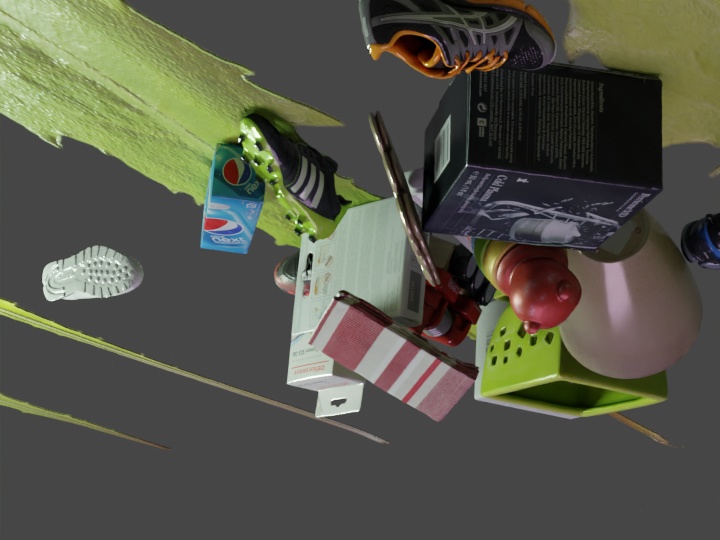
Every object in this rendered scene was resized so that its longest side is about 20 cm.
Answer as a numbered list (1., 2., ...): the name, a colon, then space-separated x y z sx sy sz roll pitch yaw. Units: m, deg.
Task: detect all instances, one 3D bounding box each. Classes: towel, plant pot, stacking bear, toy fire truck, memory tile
1. towel: 0.038 0.106 1.564 0.199 0.023 0.144 31 147 -1
2. plant pot: 0.321 0.004 1.561 0.185 0.189 0.201 -1 149 18
3. plant pot: 0.302 0.095 1.807 0.197 0.184 0.199 13 161 -27
4. stacking bear: 0.186 -0.014 1.418 0.113 0.201 0.121 31 115 -32
5. toy fire truck: 0.105 0.071 1.693 0.127 0.202 0.176 20 170 23
6. memory tile: 0.048 -0.075 1.389 0.017 0.155 0.200 -19 158 5

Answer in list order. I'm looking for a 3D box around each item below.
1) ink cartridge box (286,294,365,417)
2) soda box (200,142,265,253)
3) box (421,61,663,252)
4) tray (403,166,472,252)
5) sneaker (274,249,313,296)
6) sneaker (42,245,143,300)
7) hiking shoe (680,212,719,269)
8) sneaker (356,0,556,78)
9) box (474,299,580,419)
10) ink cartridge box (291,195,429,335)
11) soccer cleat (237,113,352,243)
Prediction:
1. ink cartridge box: -0.048 0.113 1.918 0.067 0.203 0.116 17 158 -37
2. soda box: -0.155 -0.084 1.540 0.063 0.069 0.200 7 163 -8
3. box: 0.176 -0.114 1.280 0.194 0.126 0.200 5 163 -8
4. tray: 0.133 -0.064 1.537 0.107 0.022 0.200 -9 144 41
5. sneaker: -0.043 -0.013 1.736 0.198 0.072 0.098 -8 159 29
6. sneaker: -0.388 0.007 1.907 0.198 0.078 0.080 -3 173 37
7. hiking shoe: 0.497 -0.024 1.559 0.197 0.075 0.087 8 163 -11
8. sneaker: 0.081 -0.200 1.100 0.198 0.078 0.078 11 160 -24
9. box: 0.289 0.137 1.991 0.198 0.154 0.106 13 160 -28
10. ink cartridge box: 0.000 0.000 1.614 0.047 0.162 0.199 21 156 -40
11. soccer cleat: -0.073 -0.116 1.435 0.067 0.081 0.201 27 159 41
